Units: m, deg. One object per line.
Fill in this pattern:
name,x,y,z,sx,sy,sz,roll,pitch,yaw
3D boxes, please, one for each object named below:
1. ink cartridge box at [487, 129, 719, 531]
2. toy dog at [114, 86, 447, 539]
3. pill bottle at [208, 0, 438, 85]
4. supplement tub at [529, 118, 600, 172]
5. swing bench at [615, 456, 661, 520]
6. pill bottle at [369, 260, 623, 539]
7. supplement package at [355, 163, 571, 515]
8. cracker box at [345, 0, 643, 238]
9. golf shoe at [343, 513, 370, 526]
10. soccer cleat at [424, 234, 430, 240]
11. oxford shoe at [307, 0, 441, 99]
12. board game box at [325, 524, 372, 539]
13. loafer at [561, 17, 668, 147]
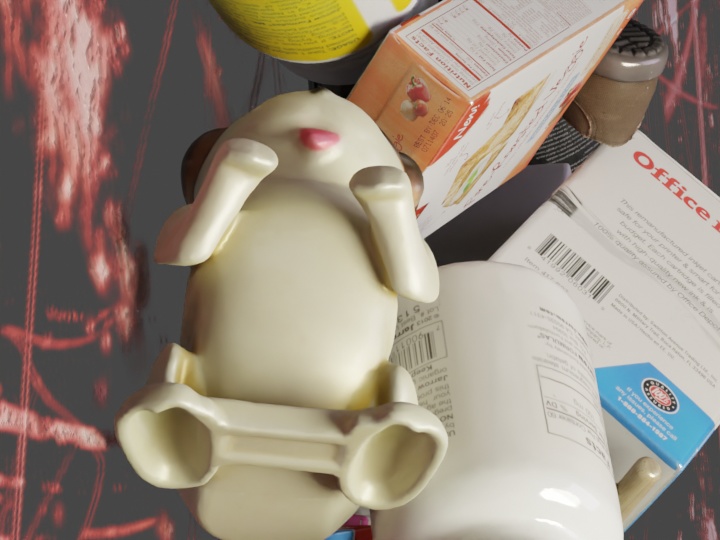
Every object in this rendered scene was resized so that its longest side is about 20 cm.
ink cartridge box,0.136,0.031,1.572,0.200,0.146,0.084,-43,172,-50
toy dog,-0.024,0.012,1.323,0.194,0.139,0.201,82,11,-60
pill bottle,-0.030,-0.165,1.376,0.200,0.114,0.115,52,37,-67
supplement tub,0.106,-0.104,1.903,0.123,0.122,0.201,-78,160,-46
swing bench,0.062,0.218,1.454,0.199,0.129,0.201,-80,179,-46
pill bottle,0.060,0.103,1.344,0.200,0.114,0.115,-97,173,-45
supplement package,0.063,0.049,1.695,0.200,0.121,0.120,-78,159,-46
cracker box,0.052,-0.083,1.481,0.200,0.058,0.134,-34,162,-52
golf shoe,0.038,0.194,1.627,0.200,0.091,0.076,66,26,-52
soccer cleat,0.000,0.000,1.516,0.201,0.073,0.068,-90,-156,-45
oxford shoe,0.021,-0.121,1.580,0.084,0.072,0.201,46,-43,49
board game box,-0.022,0.230,1.470,0.153,0.040,0.201,9,78,-76
loafer,0.093,-0.122,1.637,0.200,0.073,0.071,41,-51,55
